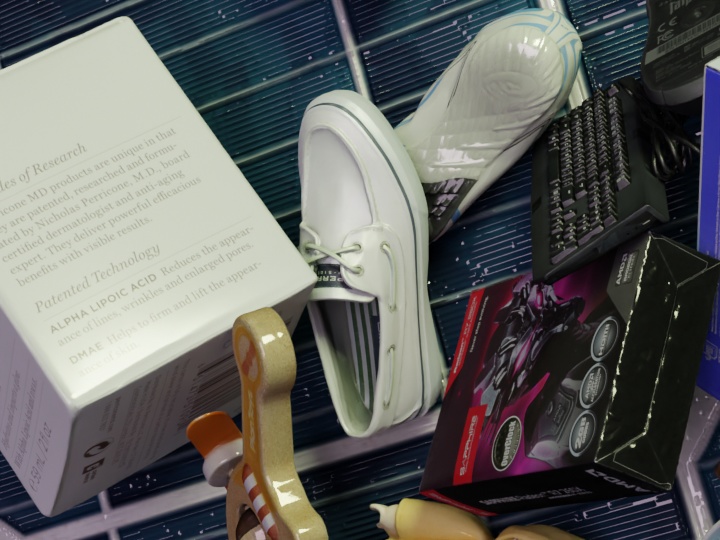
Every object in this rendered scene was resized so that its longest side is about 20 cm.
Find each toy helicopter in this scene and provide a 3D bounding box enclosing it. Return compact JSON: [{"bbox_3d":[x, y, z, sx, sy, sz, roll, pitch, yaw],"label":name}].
[{"bbox_3d":[-0.053,0.106,1.155,0.132,0.079,0.200,-134,37,-53],"label":"toy helicopter"}]

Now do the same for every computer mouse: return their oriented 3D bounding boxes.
[{"bbox_3d":[0.212,-0.148,1.098,0.140,0.200,0.046,-30,117,19],"label":"computer mouse"}]

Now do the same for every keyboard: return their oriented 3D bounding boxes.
[{"bbox_3d":[0.127,-0.067,1.107,0.104,0.200,0.040,-31,110,16],"label":"keyboard"}]

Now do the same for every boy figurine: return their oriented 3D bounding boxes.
[{"bbox_3d":[0.042,0.192,1.202,0.200,0.064,0.125,-12,81,26],"label":"boy figurine"}]

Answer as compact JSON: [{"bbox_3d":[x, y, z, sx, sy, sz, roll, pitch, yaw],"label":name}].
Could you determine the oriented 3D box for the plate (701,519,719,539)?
[{"bbox_3d":[0.254,0.208,1.091,0.200,0.026,0.201,27,129,39],"label":"plate"}]

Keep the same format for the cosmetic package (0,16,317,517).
[{"bbox_3d":[-0.158,-0.001,1.206,0.165,0.165,0.200,-29,72,-26],"label":"cosmetic package"}]

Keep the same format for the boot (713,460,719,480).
[{"bbox_3d":[0.307,0.132,1.087,0.186,0.064,0.200,-47,68,29],"label":"boot"}]

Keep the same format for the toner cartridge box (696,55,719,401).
[{"bbox_3d":[0.218,-0.029,1.058,0.043,0.095,0.200,34,141,40],"label":"toner cartridge box"}]

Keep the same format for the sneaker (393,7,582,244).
[{"bbox_3d":[0.056,-0.074,1.209,0.072,0.072,0.200,50,121,5],"label":"sneaker"}]

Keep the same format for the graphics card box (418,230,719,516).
[{"bbox_3d":[0.106,0.060,1.102,0.200,0.051,0.126,-19,51,63],"label":"graphics card box"}]

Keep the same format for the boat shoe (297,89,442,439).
[{"bbox_3d":[0.000,0.000,1.186,0.073,0.067,0.200,-6,106,38],"label":"boat shoe"}]
